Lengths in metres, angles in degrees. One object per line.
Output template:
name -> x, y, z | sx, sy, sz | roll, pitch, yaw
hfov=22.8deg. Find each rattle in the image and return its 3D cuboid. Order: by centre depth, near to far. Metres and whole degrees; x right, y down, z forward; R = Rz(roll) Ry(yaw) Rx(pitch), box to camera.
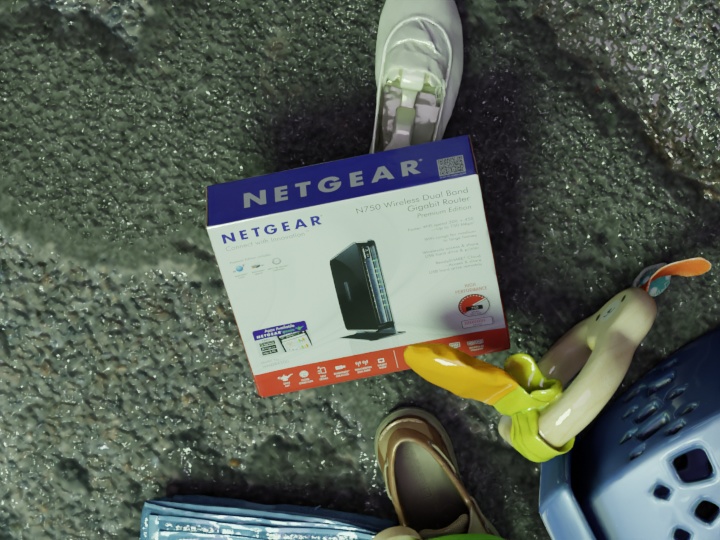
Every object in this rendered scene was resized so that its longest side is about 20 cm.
rattle -> 0.147, 0.031, 1.333 | 0.143, 0.130, 0.200 | 38, 89, 6

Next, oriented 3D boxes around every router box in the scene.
router box -> 0.000, 0.000, 1.329 | 0.199, 0.049, 0.180 | -11, 132, 4

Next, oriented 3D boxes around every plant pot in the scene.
plant pot -> 0.241, 0.183, 1.325 | 0.179, 0.200, 0.200 | -25, 99, 11

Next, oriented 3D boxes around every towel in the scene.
towel -> -0.073, 0.237, 1.402 | 0.199, 0.049, 0.112 | 4, 111, 6

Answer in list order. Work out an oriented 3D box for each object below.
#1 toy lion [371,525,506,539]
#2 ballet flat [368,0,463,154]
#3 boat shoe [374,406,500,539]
toy lion -> 0.092, 0.291, 1.370 | 0.191, 0.069, 0.201 | -2, 116, -21
ballet flat -> 0.038, -0.124, 1.343 | 0.069, 0.069, 0.201 | 9, 99, 0
boat shoe -> 0.065, 0.205, 1.393 | 0.076, 0.072, 0.200 | -28, 97, 6
